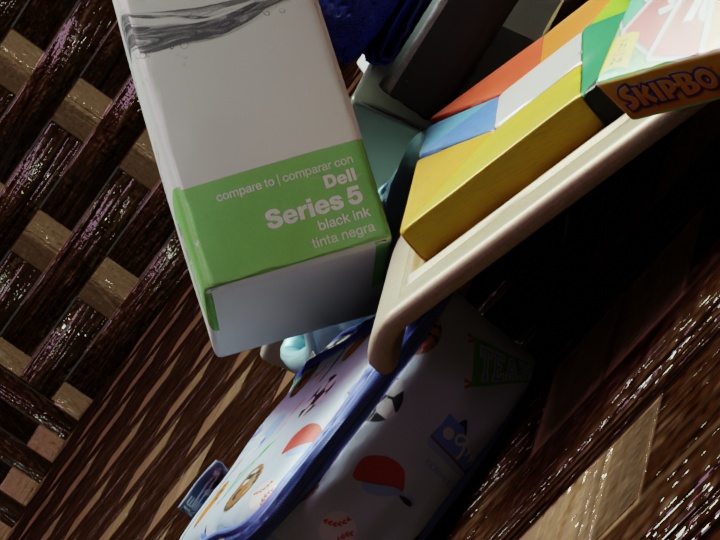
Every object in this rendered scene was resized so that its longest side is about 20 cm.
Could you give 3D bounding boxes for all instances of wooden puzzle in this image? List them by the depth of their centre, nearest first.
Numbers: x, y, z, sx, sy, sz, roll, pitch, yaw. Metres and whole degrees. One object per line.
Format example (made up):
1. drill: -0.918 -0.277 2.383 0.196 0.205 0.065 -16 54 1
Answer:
1. wooden puzzle: 0.076 -0.063 0.895 0.200 0.037 0.185 -42 12 19

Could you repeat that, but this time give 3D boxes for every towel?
1. towel: 0.044 -0.195 1.107 0.200 0.050 0.148 -56 8 17

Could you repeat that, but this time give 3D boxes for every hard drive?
1. hard drive: 0.077 -0.160 1.027 0.200 0.033 0.140 -58 1 8

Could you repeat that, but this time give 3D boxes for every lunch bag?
1. lunch bag: -0.006 0.080 0.996 0.160 0.076 0.200 -54 7 -17

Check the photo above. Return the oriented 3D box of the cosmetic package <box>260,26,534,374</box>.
1. cosmetic package: 0.017 -0.035 1.200 0.200 0.073 0.104 110 -175 -46

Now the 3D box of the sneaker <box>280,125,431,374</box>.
1. sneaker: 0.000 0.000 1.107 0.200 0.082 0.074 107 -179 -47

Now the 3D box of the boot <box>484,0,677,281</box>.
1. boot: 0.116 -0.105 1.094 0.175 0.066 0.200 -50 7 35

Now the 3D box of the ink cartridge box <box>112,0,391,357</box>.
1. ink cartridge box: -0.054 -0.078 1.006 0.084 0.200 0.146 -16 -12 -5

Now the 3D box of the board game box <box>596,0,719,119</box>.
1. board game box: 0.153 -0.144 0.790 0.095 0.030 0.200 -12 43 50

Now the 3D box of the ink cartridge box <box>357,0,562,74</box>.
1. ink cartridge box: 0.065 -0.136 1.376 0.116 0.067 0.200 -54 22 10
